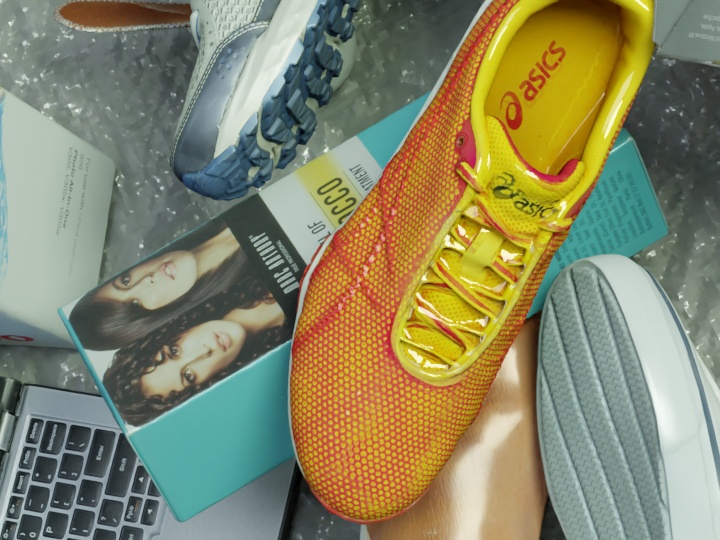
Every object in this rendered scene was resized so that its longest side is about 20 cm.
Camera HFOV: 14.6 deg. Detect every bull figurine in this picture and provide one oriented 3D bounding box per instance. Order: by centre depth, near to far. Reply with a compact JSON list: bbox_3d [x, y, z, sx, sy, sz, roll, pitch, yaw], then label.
[{"bbox_3d":[0.018,0.096,0.985,0.121,0.065,0.200,6,65,26],"label":"bull figurine"}]

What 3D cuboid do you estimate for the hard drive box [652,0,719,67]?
[{"bbox_3d":[0.215,-0.099,0.863,0.156,0.200,0.077,19,111,53],"label":"hard drive box"}]

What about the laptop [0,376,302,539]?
[{"bbox_3d":[-0.148,0.122,1.023,0.200,0.116,0.187,8,78,25],"label":"laptop"}]

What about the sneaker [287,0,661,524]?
[{"bbox_3d":[0.031,-0.012,0.902,0.073,0.077,0.200,22,93,-10],"label":"sneaker"}]

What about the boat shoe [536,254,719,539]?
[{"bbox_3d":[0.114,0.091,0.944,0.074,0.067,0.200,-23,77,56],"label":"boat shoe"}]

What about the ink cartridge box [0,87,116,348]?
[{"bbox_3d":[-0.202,-0.034,1.048,0.145,0.200,0.088,3,78,23],"label":"ink cartridge box"}]

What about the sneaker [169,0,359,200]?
[{"bbox_3d":[-0.040,-0.118,1.017,0.085,0.077,0.200,15,66,8],"label":"sneaker"}]

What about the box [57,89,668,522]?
[{"bbox_3d":[0.000,0.000,0.983,0.200,0.049,0.082,-31,40,-5],"label":"box"}]

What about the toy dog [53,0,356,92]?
[{"bbox_3d":[-0.085,-0.149,1.092,0.200,0.096,0.132,20,82,27],"label":"toy dog"}]
